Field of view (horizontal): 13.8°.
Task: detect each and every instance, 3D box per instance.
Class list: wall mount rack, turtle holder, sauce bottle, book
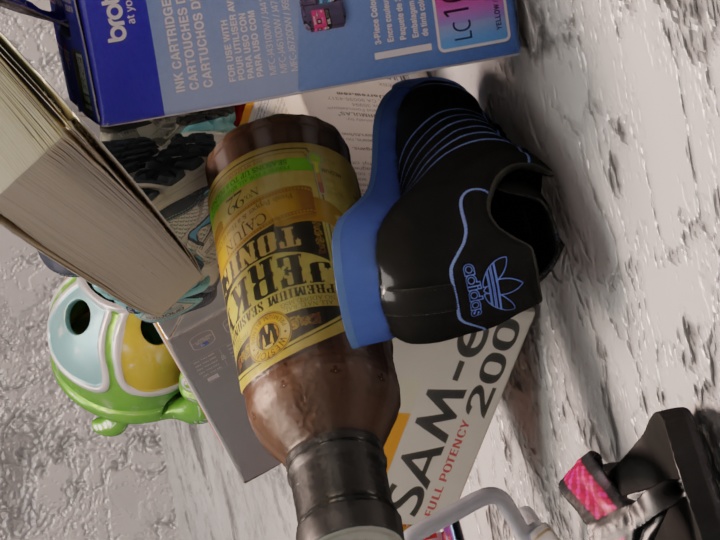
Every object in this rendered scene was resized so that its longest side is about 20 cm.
[{"bbox_3d":[0.082,0.181,1.150,0.174,0.075,0.200,61,179,-20],"label":"wall mount rack"},{"bbox_3d":[-0.195,0.063,2.539,0.132,0.141,0.186,89,168,-46],"label":"turtle holder"},{"bbox_3d":[-0.018,0.029,1.168,0.065,0.065,0.200,89,170,-52],"label":"sauce bottle"},{"bbox_3d":[-0.151,-0.075,1.152,0.200,0.048,0.134,48,180,30],"label":"book"}]

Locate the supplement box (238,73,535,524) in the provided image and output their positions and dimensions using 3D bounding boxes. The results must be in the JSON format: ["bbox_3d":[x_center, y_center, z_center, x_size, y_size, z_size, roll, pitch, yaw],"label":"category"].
[{"bbox_3d":[0.000,0.000,1.311,0.200,0.073,0.126,-111,32,-47],"label":"supplement box"}]

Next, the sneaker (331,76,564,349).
[{"bbox_3d":[0.043,-0.025,1.161,0.200,0.078,0.070,-71,-27,-63],"label":"sneaker"}]

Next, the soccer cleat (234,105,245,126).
[{"bbox_3d":[-0.049,-0.115,1.566,0.200,0.069,0.085,80,-155,-68],"label":"soccer cleat"}]

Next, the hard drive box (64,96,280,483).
[{"bbox_3d":[-0.083,0.001,1.582,0.156,0.077,0.200,58,176,27],"label":"hard drive box"}]

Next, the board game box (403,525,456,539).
[{"bbox_3d":[0.030,0.185,1.581,0.158,0.039,0.200,101,156,-69],"label":"board game box"}]

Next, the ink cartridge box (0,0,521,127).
[{"bbox_3d":[-0.050,-0.108,1.171,0.136,0.200,0.076,-143,42,-77],"label":"ink cartridge box"}]

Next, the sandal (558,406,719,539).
[{"bbox_3d":[0.093,0.095,1.041,0.200,0.045,0.075,123,134,-78],"label":"sandal"}]

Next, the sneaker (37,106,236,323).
[{"bbox_3d":[-0.086,-0.017,1.283,0.200,0.078,0.086,-47,-50,-72],"label":"sneaker"}]
